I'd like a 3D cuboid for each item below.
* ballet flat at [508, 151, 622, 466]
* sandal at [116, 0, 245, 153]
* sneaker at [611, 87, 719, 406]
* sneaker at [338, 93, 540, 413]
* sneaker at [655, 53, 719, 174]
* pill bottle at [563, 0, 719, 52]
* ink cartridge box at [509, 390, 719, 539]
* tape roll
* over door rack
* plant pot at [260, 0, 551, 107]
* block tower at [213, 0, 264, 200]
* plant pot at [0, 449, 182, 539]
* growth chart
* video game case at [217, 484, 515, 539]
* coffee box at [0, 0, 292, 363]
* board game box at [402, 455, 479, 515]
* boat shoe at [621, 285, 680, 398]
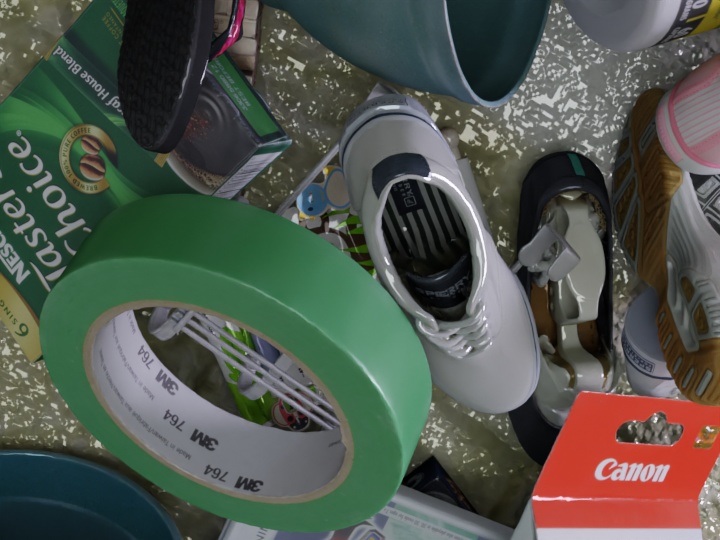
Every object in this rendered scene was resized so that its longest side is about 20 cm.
[{"bbox_3d":[0.122,0.032,0.797,0.072,0.073,0.203,-1,105,-1],"label":"ballet flat"},{"bbox_3d":[-0.081,-0.144,0.655,0.045,0.202,0.075,21,141,-33],"label":"sandal"},{"bbox_3d":[0.200,-0.014,0.749,0.086,0.202,0.076,0,147,-14],"label":"sneaker"},{"bbox_3d":[0.040,0.011,0.671,0.072,0.071,0.201,-22,125,12],"label":"sneaker"},{"bbox_3d":[0.261,-0.108,0.712,0.198,0.105,0.076,-17,79,-24],"label":"sneaker"},{"bbox_3d":[0.206,-0.191,0.705,0.198,0.111,0.113,-18,105,-17],"label":"pill bottle"},{"bbox_3d":[0.151,0.174,0.799,0.161,0.057,0.202,8,116,-40],"label":"ink cartridge box"},{"bbox_3d":[-0.064,0.052,0.684,0.198,0.048,0.202,15,138,14],"label":"tape roll"},{"bbox_3d":[0.000,0.000,0.746,0.147,0.067,0.200,36,116,-27],"label":"over door rack"},{"bbox_3d":[0.015,-0.191,0.688,0.133,0.200,0.203,8,106,22],"label":"plant pot"},{"bbox_3d":[-0.084,-0.127,0.758,0.053,0.058,0.203,7,106,-4],"label":"block tower"},{"bbox_3d":[-0.206,0.242,0.786,0.197,0.201,0.190,7,118,-4],"label":"plant pot"},{"bbox_3d":[-0.006,0.011,0.815,0.198,0.018,0.146,-27,104,3],"label":"growth chart"},{"bbox_3d":[-0.003,0.214,0.820,0.198,0.023,0.184,23,104,-13],"label":"video game case"},{"bbox_3d":[-0.144,-0.054,0.736,0.199,0.044,0.124,-39,84,25],"label":"coffee box"},{"bbox_3d":[0.008,0.232,0.863,0.199,0.035,0.136,-37,103,7],"label":"board game box"},{"bbox_3d":[0.237,0.010,0.800,0.198,0.074,0.066,-25,148,-10],"label":"boat shoe"}]
